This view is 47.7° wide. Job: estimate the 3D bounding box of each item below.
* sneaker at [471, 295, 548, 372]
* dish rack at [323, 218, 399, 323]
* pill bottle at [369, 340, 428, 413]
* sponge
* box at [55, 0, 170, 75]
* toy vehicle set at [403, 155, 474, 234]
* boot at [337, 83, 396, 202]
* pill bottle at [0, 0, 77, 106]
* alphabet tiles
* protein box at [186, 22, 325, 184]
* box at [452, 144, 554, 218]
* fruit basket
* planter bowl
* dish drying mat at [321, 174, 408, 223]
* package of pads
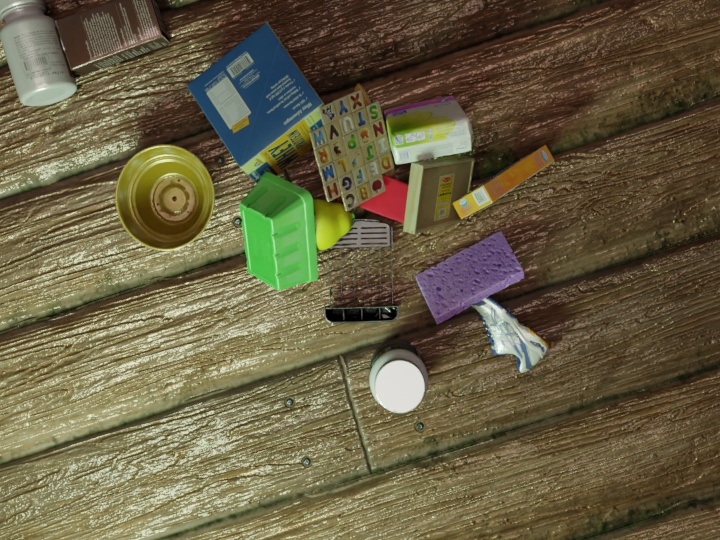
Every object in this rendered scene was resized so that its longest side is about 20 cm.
[{"bbox_3d":[0.278,0.122,1.621,0.199,0.075,0.089,40,96,1],"label":"sneaker"},{"bbox_3d":[0.000,0.000,1.631,0.149,0.055,0.206,-2,92,0],"label":"dish rack"},{"bbox_3d":[0.072,0.204,1.564,0.112,0.200,0.119,0,92,1],"label":"pill bottle"},{"bbox_3d":[0.214,0.012,1.608,0.197,0.030,0.113,-28,51,2],"label":"sponge"},{"bbox_3d":[-0.487,-0.470,1.612,0.195,0.075,0.103,-18,92,0],"label":"box"},{"bbox_3d":[0.151,-0.146,1.546,0.026,0.198,0.128,17,110,32],"label":"toy vehicle set"},{"bbox_3d":[-0.024,-0.250,1.612,0.141,0.071,0.206,-20,96,2],"label":"boot"},{"bbox_3d":[-0.638,-0.437,1.594,0.112,0.114,0.205,-18,92,2],"label":"pill bottle"},{"bbox_3d":[-0.013,-0.224,1.527,0.164,0.006,0.204,-29,117,-28],"label":"alphabet tiles"},{"bbox_3d":[-0.185,-0.312,1.559,0.197,0.135,0.202,-36,77,3],"label":"protein box"},{"bbox_3d":[0.280,-0.174,1.558,0.198,0.119,0.042,-35,93,-26],"label":"box"},{"bbox_3d":[-0.119,-0.085,1.572,0.154,0.214,0.220,26,93,32],"label":"fruit basket"},{"bbox_3d":[-0.378,-0.143,1.617,0.195,0.083,0.206,0,93,1],"label":"planter bowl"},{"bbox_3d":[0.025,-0.156,1.602,0.196,0.018,0.078,18,106,-23],"label":"dish drying mat"},{"bbox_3d":[0.127,-0.267,1.544,0.150,0.201,0.070,-10,115,2],"label":"package of pads"}]
